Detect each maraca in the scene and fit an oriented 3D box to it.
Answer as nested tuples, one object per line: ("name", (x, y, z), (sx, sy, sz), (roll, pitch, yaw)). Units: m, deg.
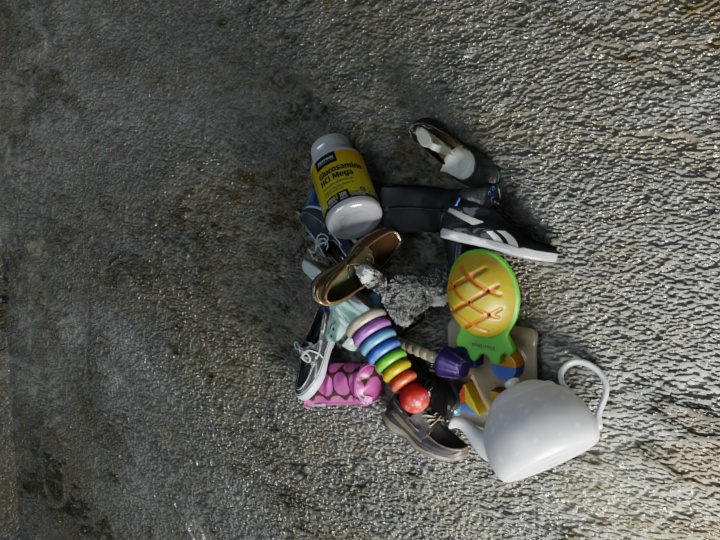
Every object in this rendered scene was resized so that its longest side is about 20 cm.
("maraca", (0.210, 0.062, 1.235), (0.136, 0.107, 0.202), (7, 107, 40))

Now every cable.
("cable", (0.084, 0.112, 1.441), (0.096, 0.050, 0.201), (21, 123, 21))

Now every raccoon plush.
("raccoon plush", (0.098, 0.025, 1.297), (0.133, 0.200, 0.097), (-31, 63, 16))

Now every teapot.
("teapot", (0.282, 0.241, 1.177), (0.198, 0.199, 0.147), (-52, 51, 47))

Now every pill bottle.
("pill bottle", (-0.035, -0.171, 1.426), (0.113, 0.112, 0.201), (-47, 48, 36))

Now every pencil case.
("pencil case", (-0.044, 0.245, 1.532), (0.199, 0.091, 0.094), (-13, 52, 44))

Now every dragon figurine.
("dragon figurine", (-0.076, -0.117, 1.526), (0.099, 0.059, 0.201), (-35, 71, 40))

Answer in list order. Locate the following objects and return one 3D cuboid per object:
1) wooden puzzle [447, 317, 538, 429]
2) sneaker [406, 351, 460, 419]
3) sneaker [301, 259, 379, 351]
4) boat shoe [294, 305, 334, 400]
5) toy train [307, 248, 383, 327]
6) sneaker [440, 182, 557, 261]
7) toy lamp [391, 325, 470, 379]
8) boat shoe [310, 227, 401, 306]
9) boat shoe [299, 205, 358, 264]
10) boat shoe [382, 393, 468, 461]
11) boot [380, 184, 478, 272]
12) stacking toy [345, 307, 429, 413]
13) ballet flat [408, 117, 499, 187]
("wooden puzzle", (0.229, 0.195, 1.301), (0.184, 0.046, 0.202), (7, 101, 42))
("sneaker", (0.112, 0.220, 1.358), (0.200, 0.081, 0.074), (38, 128, 51))
("sneaker", (-0.062, 0.072, 1.429), (0.200, 0.074, 0.119), (40, 105, 16))
("boat shoe", (-0.101, 0.170, 1.522), (0.073, 0.068, 0.201), (13, 74, 52))
("toy train", (-0.036, 0.021, 1.498), (0.115, 0.084, 0.201), (-29, 78, 30))
("sneaker", (0.240, -0.086, 1.209), (0.198, 0.073, 0.113), (14, 93, 12))
("toy lamp", (0.117, 0.151, 1.335), (0.199, 0.058, 0.059), (20, 109, 44))
("boat shoe", (0.000, 0.000, 1.347), (0.076, 0.200, 0.074), (53, 170, -21))
("boat shoe", (-0.057, -0.052, 1.451), (0.200, 0.062, 0.075), (45, 146, 13))
("boat shoe", (0.123, 0.299, 1.395), (0.199, 0.074, 0.074), (22, 111, 37))
("boot", (0.122, -0.076, 1.346), (0.199, 0.065, 0.167), (8, 93, 39))
("stacking toy", (0.055, 0.170, 1.312), (0.085, 0.085, 0.201), (-47, 66, 36))
("ballet flat", (0.157, -0.206, 1.294), (0.200, 0.068, 0.068), (42, 121, 30))
